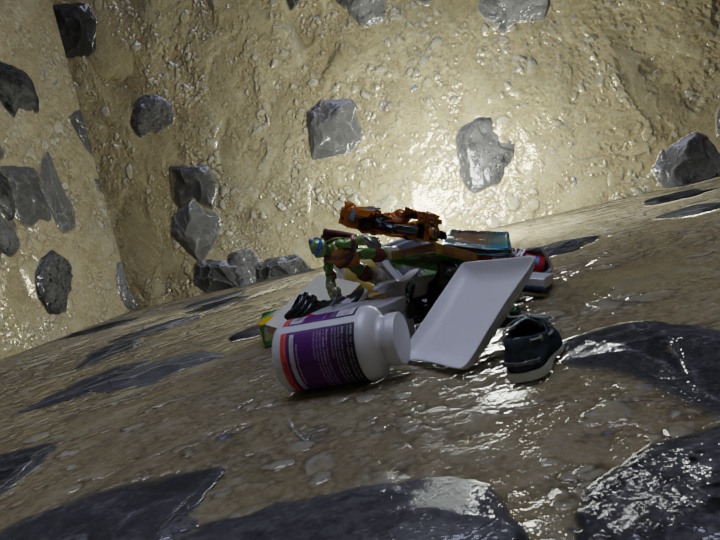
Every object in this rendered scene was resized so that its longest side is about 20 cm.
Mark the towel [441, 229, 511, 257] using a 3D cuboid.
[{"bbox_3d":[0.250,-0.063,1.395,0.144,0.022,0.200,4,15,11],"label":"towel"}]

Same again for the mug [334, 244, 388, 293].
[{"bbox_3d":[0.019,0.007,1.555,0.151,0.152,0.186,-1,-17,-26],"label":"mug"}]

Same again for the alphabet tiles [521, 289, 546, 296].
[{"bbox_3d":[0.264,0.033,1.338,0.197,0.008,0.167,4,6,1],"label":"alphabet tiles"}]

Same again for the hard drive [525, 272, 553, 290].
[{"bbox_3d":[0.289,0.015,1.344,0.197,0.026,0.132,5,6,24],"label":"hard drive"}]

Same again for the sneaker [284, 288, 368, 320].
[{"bbox_3d":[-0.072,0.071,1.342,0.199,0.100,0.071,-38,2,-28],"label":"sneaker"}]

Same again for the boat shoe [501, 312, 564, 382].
[{"bbox_3d":[0.226,0.091,0.871,0.074,0.063,0.199,-12,6,28],"label":"boat shoe"}]

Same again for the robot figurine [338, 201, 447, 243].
[{"bbox_3d":[0.062,-0.089,1.195,0.198,0.059,0.144,11,5,41],"label":"robot figurine"}]

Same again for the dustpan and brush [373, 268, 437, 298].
[{"bbox_3d":[0.080,0.028,1.252,0.138,0.058,0.200,-11,11,32],"label":"dustpan and brush"}]

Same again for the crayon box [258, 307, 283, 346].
[{"bbox_3d":[-0.138,0.116,1.552,0.197,0.059,0.173,-15,6,-4],"label":"crayon box"}]

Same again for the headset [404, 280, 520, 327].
[{"bbox_3d":[0.176,0.062,1.120,0.197,0.095,0.124,-2,7,7],"label":"headset"}]

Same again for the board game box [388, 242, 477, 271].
[{"bbox_3d":[0.140,-0.024,1.235,0.095,0.030,0.199,-11,-9,32],"label":"board game box"}]

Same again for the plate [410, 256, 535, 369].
[{"bbox_3d":[0.164,0.068,0.987,0.200,0.032,0.200,-53,16,-17],"label":"plate"}]

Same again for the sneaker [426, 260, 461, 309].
[{"bbox_3d":[0.211,0.021,1.202,0.197,0.114,0.077,-22,48,15],"label":"sneaker"}]

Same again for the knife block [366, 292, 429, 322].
[{"bbox_3d":[0.096,0.072,1.386,0.173,0.065,0.200,-14,5,-9],"label":"knife block"}]

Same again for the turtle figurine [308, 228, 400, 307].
[{"bbox_3d":[0.000,0.000,1.288,0.192,0.146,0.199,10,5,-40],"label":"turtle figurine"}]

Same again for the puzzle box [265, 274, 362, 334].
[{"bbox_3d":[-0.102,0.083,1.444,0.132,0.026,0.200,12,41,36],"label":"puzzle box"}]

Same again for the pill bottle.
[{"bbox_3d":[-0.028,0.118,0.985,0.197,0.114,0.112,-11,6,22],"label":"pill bottle"}]

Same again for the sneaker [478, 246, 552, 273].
[{"bbox_3d":[0.329,-0.025,1.426,0.197,0.072,0.112,12,-8,-22],"label":"sneaker"}]

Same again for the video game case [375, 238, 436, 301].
[{"bbox_3d":[0.134,-0.001,1.517,0.199,0.182,0.023,-20,-26,-49],"label":"video game case"}]

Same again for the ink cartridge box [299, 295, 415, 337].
[{"bbox_3d":[-0.018,0.110,1.181,0.198,0.085,0.144,-9,6,41],"label":"ink cartridge box"}]
